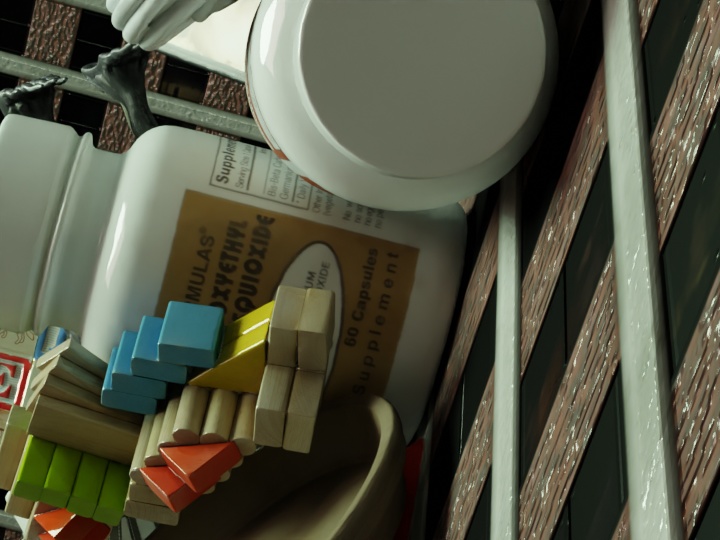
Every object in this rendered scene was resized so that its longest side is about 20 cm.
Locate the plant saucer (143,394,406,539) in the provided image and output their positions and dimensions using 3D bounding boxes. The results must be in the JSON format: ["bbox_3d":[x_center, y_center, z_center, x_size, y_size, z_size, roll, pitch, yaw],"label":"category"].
[{"bbox_3d":[-0.054,0.126,0.943,0.200,0.029,0.200,-39,14,12],"label":"plant saucer"}]

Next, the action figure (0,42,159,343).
[{"bbox_3d":[-0.107,-0.006,1.193,0.200,0.119,0.102,69,164,-3],"label":"action figure"}]

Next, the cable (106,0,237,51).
[{"bbox_3d":[-0.027,-0.167,0.942,0.200,0.069,0.200,-41,5,7],"label":"cable"}]

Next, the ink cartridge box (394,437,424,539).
[{"bbox_3d":[-0.054,0.162,0.945,0.161,0.050,0.200,-32,35,37],"label":"ink cartridge box"}]

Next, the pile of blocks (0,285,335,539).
[{"bbox_3d":[-0.089,0.068,0.989,0.200,0.082,0.062,-35,31,37],"label":"pile of blocks"}]

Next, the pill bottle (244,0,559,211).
[{"bbox_3d":[0.014,-0.078,0.915,0.200,0.112,0.112,-142,67,-85],"label":"pill bottle"}]

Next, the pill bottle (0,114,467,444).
[{"bbox_3d":[-0.063,0.001,1.042,0.114,0.199,0.115,-166,90,-86],"label":"pill bottle"}]

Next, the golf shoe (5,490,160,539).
[{"bbox_3d":[-0.120,0.137,1.105,0.078,0.094,0.200,112,170,-50],"label":"golf shoe"}]

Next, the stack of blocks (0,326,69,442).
[{"bbox_3d":[-0.099,0.065,1.271,0.059,0.199,0.115,126,159,-84],"label":"stack of blocks"}]

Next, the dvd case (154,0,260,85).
[{"bbox_3d":[-0.011,-0.143,1.103,0.018,0.200,0.143,1,-72,-54],"label":"dvd case"}]
